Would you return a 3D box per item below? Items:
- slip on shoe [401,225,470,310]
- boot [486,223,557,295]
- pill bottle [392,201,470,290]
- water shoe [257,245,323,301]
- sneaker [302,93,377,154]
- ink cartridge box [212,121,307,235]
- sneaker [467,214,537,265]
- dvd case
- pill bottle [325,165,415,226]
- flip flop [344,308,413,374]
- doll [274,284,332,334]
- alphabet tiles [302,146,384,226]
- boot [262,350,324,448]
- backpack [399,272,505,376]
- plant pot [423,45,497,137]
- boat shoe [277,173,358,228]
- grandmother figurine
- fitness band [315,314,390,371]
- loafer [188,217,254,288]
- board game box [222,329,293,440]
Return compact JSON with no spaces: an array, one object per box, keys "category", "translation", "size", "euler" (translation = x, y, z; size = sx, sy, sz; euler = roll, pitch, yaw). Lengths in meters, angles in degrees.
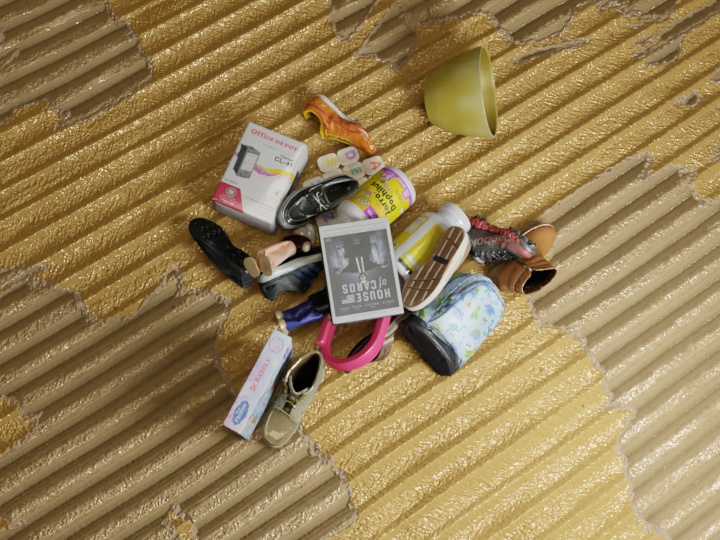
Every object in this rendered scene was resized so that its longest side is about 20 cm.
[{"category":"slip on shoe","translation":[0.160,0.003,1.572],"size":[0.076,0.061,0.201],"euler":[27,80,36]},{"category":"boot","translation":[0.373,-0.023,1.628],"size":[0.199,0.155,0.077],"euler":[-34,106,-11]},{"category":"pill bottle","translation":[0.142,-0.054,1.648],"size":[0.200,0.112,0.112],"euler":[-42,81,-13]},{"category":"water shoe","translation":[-0.125,0.005,1.646],"size":[0.197,0.071,0.080],"euler":[-18,107,-13]},{"category":"sneaker","translation":[-0.047,-0.317,1.734],"size":[0.199,0.073,0.077],"euler":[38,83,16]},{"category":"ink cartridge box","translation":[-0.219,-0.202,1.676],"size":[0.146,0.086,0.202],"euler":[21,76,2]},{"category":"sneaker","translation":[0.293,-0.050,1.640],"size":[0.071,0.200,0.099],"euler":[32,87,-38]},{"category":"dvd case","translation":[0.000,0.000,1.550],"size":[0.148,0.025,0.203],"euler":[-8,81,-6]},{"category":"pill bottle","translation":[0.019,-0.130,1.642],"size":[0.104,0.104,0.200],"euler":[45,69,8]},{"category":"flip flop","translation":[0.045,0.154,1.610],"size":[0.199,0.081,0.058],"euler":[-39,95,-18]},{"category":"doll","translation":[-0.079,0.069,1.598],"size":[0.198,0.137,0.049],"euler":[-28,118,-3]},{"category":"alphabet tiles","translation":[-0.023,-0.178,1.720],"size":[0.193,0.015,0.202],"euler":[-19,77,-9]},{"category":"boot","translation":[-0.135,0.256,1.520],"size":[0.072,0.155,0.201],"euler":[31,75,5]},{"category":"backpack","translation":[0.207,0.097,1.602],"size":[0.164,0.153,0.200],"euler":[52,59,-17]},{"category":"plant pot","translation":[0.223,-0.391,1.722],"size":[0.140,0.200,0.203],"euler":[-5,74,20]},{"category":"boat shoe","translation":[-0.090,-0.156,1.639],"size":[0.199,0.071,0.073],"euler":[-36,109,-25]},{"category":"grandmother figurine","translation":[-0.154,-0.049,1.606],"size":[0.120,0.200,0.061],"euler":[5,117,27]},{"category":"fitness band","translation":[-0.012,0.118,1.580],"size":[0.142,0.038,0.202],"euler":[-2,48,24]},{"category":"loafer","translation":[-0.301,-0.037,1.633],"size":[0.200,0.071,0.068],"euler":[41,43,22]},{"category":"board game box","translation":[-0.196,0.230,1.501],"size":[0.041,0.200,0.201],"euler":[27,74,4]}]
